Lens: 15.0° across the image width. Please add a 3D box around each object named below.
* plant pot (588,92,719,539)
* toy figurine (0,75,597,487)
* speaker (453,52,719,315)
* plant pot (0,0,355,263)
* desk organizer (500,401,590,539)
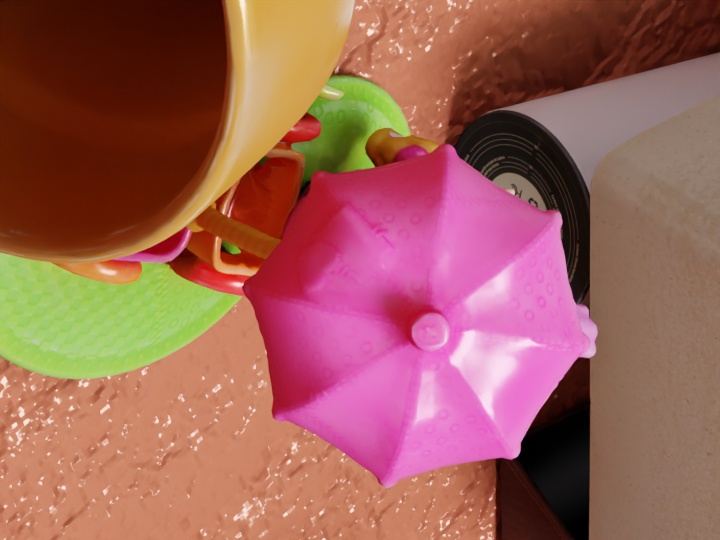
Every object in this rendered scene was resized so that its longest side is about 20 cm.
[{"bbox_3d":[0.212,0.041,0.951,0.200,0.177,0.200,-28,134,-29],"label":"plant pot"},{"bbox_3d":[0.000,0.000,0.838,0.200,0.184,0.150,9,105,-46],"label":"toy figurine"},{"bbox_3d":[0.131,-0.040,1.014,0.200,0.081,0.081,-17,122,-36],"label":"speaker"},{"bbox_3d":[-0.059,-0.134,0.725,0.183,0.200,0.200,-44,137,-40],"label":"plant pot"},{"bbox_3d":[0.150,0.081,1.104,0.200,0.072,0.077,-22,123,-33],"label":"desk organizer"}]
